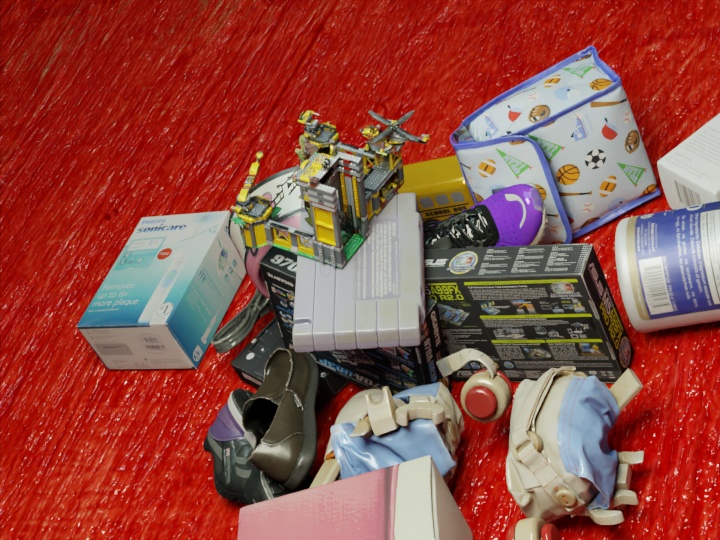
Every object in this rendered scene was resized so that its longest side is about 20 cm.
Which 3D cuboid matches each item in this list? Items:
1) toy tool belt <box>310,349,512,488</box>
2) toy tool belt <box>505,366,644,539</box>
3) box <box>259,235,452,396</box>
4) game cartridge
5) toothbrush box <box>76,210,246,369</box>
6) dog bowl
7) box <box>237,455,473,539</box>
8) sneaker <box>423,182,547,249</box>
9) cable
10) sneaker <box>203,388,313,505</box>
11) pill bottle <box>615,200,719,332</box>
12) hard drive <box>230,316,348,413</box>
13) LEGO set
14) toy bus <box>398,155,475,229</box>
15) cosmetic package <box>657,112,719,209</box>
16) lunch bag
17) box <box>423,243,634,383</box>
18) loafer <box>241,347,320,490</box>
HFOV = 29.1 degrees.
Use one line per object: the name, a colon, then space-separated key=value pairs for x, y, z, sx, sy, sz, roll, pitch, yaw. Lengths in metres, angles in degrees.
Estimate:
toy tool belt: x=0.048 y=0.166 z=1.355 sx=0.199 sy=0.126 sz=0.123 roll=-25 pitch=6 yaw=26
toy tool belt: x=0.201 y=0.179 z=1.275 sx=0.122 sy=0.125 sz=0.201 roll=-18 pitch=38 yaw=27
box: x=-0.004 y=0.060 z=1.469 sx=0.199 sy=0.160 sz=0.046 roll=22 pitch=58 yaw=27
game cartridge: x=0.000 y=0.000 z=1.390 sx=0.128 sy=0.039 sz=0.201 roll=0 pitch=44 yaw=2
toothbrush box: x=-0.243 y=0.024 z=1.762 sx=0.145 sy=0.086 sz=0.201 roll=-2 pitch=43 yaw=30
dog bowl: x=-0.046 y=-0.033 z=1.564 sx=0.199 sy=0.200 sz=0.074 roll=-20 pitch=58 yaw=11
box: x=-0.003 y=0.273 z=1.288 sx=0.198 sy=0.128 sz=0.109 roll=-17 pitch=38 yaw=13
sneaker: x=0.117 y=-0.033 z=1.528 sx=0.099 sy=0.070 sz=0.200 roll=-11 pitch=-15 yaw=-38
cable: x=-0.123 y=0.030 z=1.672 sx=0.097 sy=0.051 sz=0.200 roll=-3 pitch=26 yaw=47
sneaker: x=-0.109 y=0.226 z=1.478 sx=0.088 sy=0.075 sz=0.201 roll=-51 pitch=41 yaw=19
pill bottle: x=0.364 y=-0.010 z=1.388 sx=0.198 sy=0.120 sz=0.120 roll=-10 pitch=41 yaw=22
hard drive: x=-0.039 y=0.071 z=1.617 sx=0.139 sy=0.038 sz=0.200 roll=20 pitch=59 yaw=45
LEGO set: x=-0.038 y=-0.106 z=1.396 sx=0.153 sy=0.117 sz=0.200 roll=25 pitch=51 yaw=30
toy bus: x=0.052 y=-0.083 z=1.701 sx=0.198 sy=0.079 sz=0.065 roll=-9 pitch=41 yaw=24
cosmetic package: x=0.435 y=-0.133 z=1.525 sx=0.199 sy=0.074 sz=0.102 roll=-35 pitch=38 yaw=-11
lunch bag: x=0.217 y=-0.124 z=1.572 sx=0.199 sy=0.171 sz=0.124 roll=-25 pitch=32 yaw=2
box: x=0.162 y=0.047 z=1.417 sx=0.198 sy=0.161 sz=0.044 roll=-3 pitch=43 yaw=31
loafer: x=-0.086 y=0.141 z=1.455 sx=0.073 sy=0.071 sz=0.201 roll=-59 pitch=20 yaw=24
